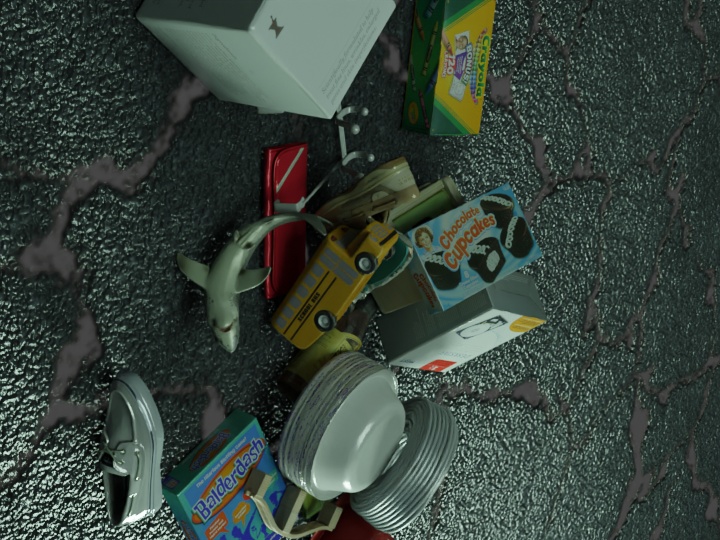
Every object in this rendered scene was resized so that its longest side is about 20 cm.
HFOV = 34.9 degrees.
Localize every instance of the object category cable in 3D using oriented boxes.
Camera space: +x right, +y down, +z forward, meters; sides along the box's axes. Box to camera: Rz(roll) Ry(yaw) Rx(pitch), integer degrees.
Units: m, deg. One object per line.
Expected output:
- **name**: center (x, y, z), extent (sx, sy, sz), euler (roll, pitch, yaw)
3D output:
- **cable**: center (0.063, 0.277, 1.647), extent (0.069, 0.200, 0.200), euler (36, 91, -13)

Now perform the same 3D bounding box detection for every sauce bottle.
- **sauce bottle**: center (-0.036, 0.101, 1.603), extent (0.200, 0.066, 0.066), euler (-51, 135, -23)

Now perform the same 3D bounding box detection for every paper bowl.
- **paper bowl**: center (-0.014, 0.220, 1.566), extent (0.201, 0.104, 0.201), euler (-41, 147, -35)

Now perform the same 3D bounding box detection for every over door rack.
- **over door rack**: center (-0.044, -0.174, 1.476), extent (0.200, 0.066, 0.149), euler (-40, 130, -48)

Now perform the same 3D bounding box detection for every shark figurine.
- **shark figurine**: center (-0.140, -0.014, 1.435), extent (0.215, 0.128, 0.090), euler (-51, 172, -13)

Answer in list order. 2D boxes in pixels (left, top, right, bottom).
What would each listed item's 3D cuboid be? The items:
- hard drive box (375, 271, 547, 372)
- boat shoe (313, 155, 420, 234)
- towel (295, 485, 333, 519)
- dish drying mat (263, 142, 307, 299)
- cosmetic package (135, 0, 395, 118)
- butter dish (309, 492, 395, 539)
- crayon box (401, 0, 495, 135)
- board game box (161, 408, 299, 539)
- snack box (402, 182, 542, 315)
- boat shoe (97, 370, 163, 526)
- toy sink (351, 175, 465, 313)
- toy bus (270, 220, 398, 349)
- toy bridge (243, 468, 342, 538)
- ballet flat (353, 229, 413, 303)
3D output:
- **hard drive box**: center (0.150, 0.073, 1.704), extent (0.155, 0.199, 0.077), euler (12, 55, -49)
- **boat shoe**: center (0.004, -0.079, 1.494), extent (0.071, 0.200, 0.065), euler (-29, 88, -37)
- **towel**: center (-0.030, 0.261, 1.698), extent (0.200, 0.023, 0.144), euler (-40, 130, -33)
- **dish drying mat**: center (-0.098, -0.066, 1.510), extent (0.077, 0.018, 0.201), euler (-19, 116, -49)
- **cosmetic package**: center (-0.105, -0.293, 1.286), extent (0.165, 0.199, 0.165), euler (44, 70, -47)
- **butter dish**: center (0.006, 0.461, 1.707), extent (0.200, 0.147, 0.200), euler (-53, 137, -23)
- **crayon box**: center (0.128, -0.299, 1.661), extent (0.118, 0.058, 0.201), euler (-8, 108, -47)
- **board game box**: center (-0.172, 0.310, 1.533), extent (0.152, 0.045, 0.201), euler (-44, 131, -31)
- **snack box**: center (0.151, -0.032, 1.571), extent (0.199, 0.037, 0.117), euler (-27, 92, -33)
- **boat shoe**: center (-0.277, 0.219, 1.358), extent (0.067, 0.073, 0.201), euler (-29, 124, -43)
- **toy sink**: center (0.096, -0.049, 1.630), extent (0.200, 0.112, 0.131), euler (-32, 95, -38)
- **toy bus**: center (-0.033, 0.013, 1.487), extent (0.200, 0.078, 0.065), euler (-55, 172, 31)
- **toy bridge**: center (-0.099, 0.329, 1.569), extent (0.200, 0.027, 0.068), euler (37, 74, -49)
- **ballet flat**: center (0.000, 0.000, 1.545), extent (0.072, 0.200, 0.072), euler (34, 38, -32)
